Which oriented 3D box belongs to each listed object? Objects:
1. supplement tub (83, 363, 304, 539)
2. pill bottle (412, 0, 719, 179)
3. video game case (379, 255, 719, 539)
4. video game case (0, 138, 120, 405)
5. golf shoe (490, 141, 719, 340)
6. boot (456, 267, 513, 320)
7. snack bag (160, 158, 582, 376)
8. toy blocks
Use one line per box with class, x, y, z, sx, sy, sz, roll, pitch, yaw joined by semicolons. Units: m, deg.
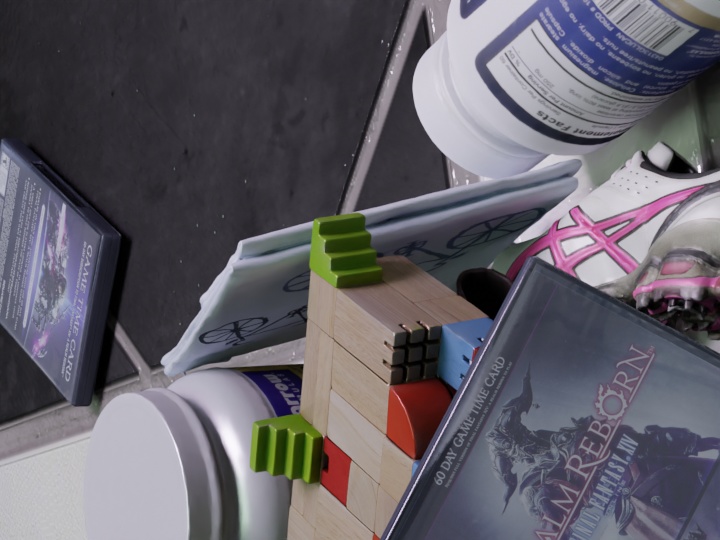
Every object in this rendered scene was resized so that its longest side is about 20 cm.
supplement tub;-0.036;0.123;1.095;0.145;0.200;0.145;2;93;56
pill bottle;0.111;-0.123;0.948;0.200;0.111;0.111;-39;59;50
video game case;0.126;0.103;0.833;0.143;0.200;0.019;-62;4;-3
video game case;-0.249;-0.002;1.564;0.200;0.019;0.143;38;122;48
golf shoe;0.136;-0.013;0.959;0.200;0.073;0.092;-7;67;56
boot;0.071;0.119;0.952;0.166;0.072;0.200;88;171;-46
snack bag;0.000;0.000;1.026;0.200;0.189;0.021;131;121;-68
toy blocks;0.026;0.089;0.903;0.137;0.100;0.200;36;127;51
